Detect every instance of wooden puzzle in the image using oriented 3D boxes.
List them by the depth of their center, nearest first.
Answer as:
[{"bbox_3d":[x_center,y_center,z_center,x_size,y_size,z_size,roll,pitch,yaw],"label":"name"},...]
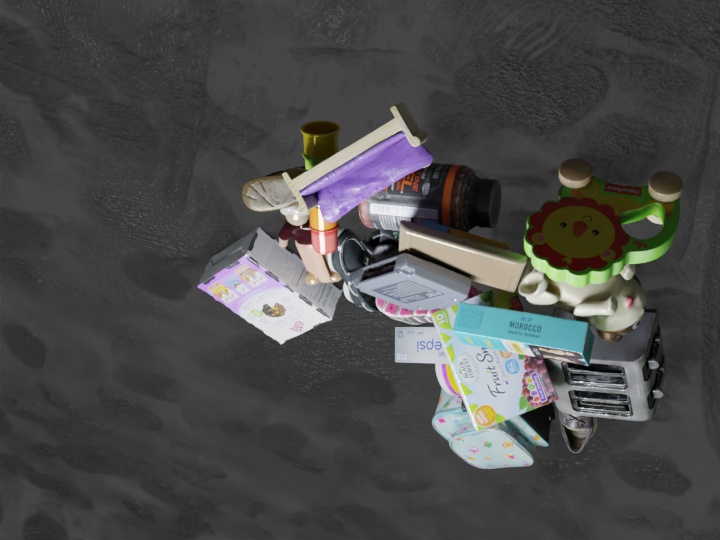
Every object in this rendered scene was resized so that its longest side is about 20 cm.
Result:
[{"bbox_3d":[0.147,-0.025,1.629,0.185,0.037,0.200,17,169,6],"label":"wooden puzzle"}]

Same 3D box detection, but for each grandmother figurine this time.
[{"bbox_3d":[-0.082,-0.055,1.852,0.121,0.061,0.200,-15,139,9],"label":"grandmother figurine"}]

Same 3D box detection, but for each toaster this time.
[{"bbox_3d":[0.395,0.146,1.835,0.200,0.119,0.181,3,141,23],"label":"toaster"}]

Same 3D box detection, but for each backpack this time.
[{"bbox_3d":[0.236,0.278,2.070,0.200,0.154,0.176,-8,142,44],"label":"backpack"}]

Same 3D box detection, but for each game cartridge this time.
[{"bbox_3d":[0.083,0.022,1.737,0.133,0.042,0.200,17,166,-21],"label":"game cartridge"}]

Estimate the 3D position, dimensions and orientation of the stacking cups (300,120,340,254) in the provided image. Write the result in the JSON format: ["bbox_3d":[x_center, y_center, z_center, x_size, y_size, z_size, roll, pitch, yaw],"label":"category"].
[{"bbox_3d":[-0.056,-0.124,1.685,0.060,0.061,0.200,8,122,16],"label":"stacking cups"}]

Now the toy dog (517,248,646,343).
[{"bbox_3d":[0.341,0.032,1.697,0.200,0.140,0.194,27,157,-10],"label":"toy dog"}]

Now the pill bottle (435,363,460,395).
[{"bbox_3d":[0.237,0.160,1.943,0.200,0.104,0.104,-9,136,35],"label":"pill bottle"}]

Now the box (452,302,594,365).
[{"bbox_3d":[0.247,0.096,1.689,0.200,0.049,0.082,9,165,21],"label":"box"}]

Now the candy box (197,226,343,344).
[{"bbox_3d":[-0.161,0.031,1.996,0.200,0.072,0.168,37,141,-22],"label":"candy box"}]

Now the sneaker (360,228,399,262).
[{"bbox_3d":[0.083,-0.044,1.768,0.200,0.078,0.140,-16,132,40],"label":"sneaker"}]

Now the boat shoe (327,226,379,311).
[{"bbox_3d":[0.000,0.000,1.865,0.060,0.076,0.200,30,164,29],"label":"boat shoe"}]

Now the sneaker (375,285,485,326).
[{"bbox_3d":[0.124,0.058,1.894,0.199,0.074,0.087,3,172,-2],"label":"sneaker"}]

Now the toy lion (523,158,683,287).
[{"bbox_3d":[0.329,-0.057,1.528,0.199,0.192,0.069,9,144,14],"label":"toy lion"}]

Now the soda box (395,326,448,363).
[{"bbox_3d":[0.158,0.127,1.898,0.200,0.064,0.068,-2,176,36],"label":"soda box"}]

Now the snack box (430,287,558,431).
[{"bbox_3d":[0.213,0.137,1.787,0.142,0.200,0.053,-22,178,0],"label":"snack box"}]

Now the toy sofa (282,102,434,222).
[{"bbox_3d":[0.000,-0.146,1.573,0.200,0.083,0.098,-29,93,15],"label":"toy sofa"}]

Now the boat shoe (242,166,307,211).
[{"bbox_3d":[-0.083,-0.134,1.743,0.199,0.065,0.073,-1,111,3],"label":"boat shoe"}]

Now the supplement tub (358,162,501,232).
[{"bbox_3d":[0.103,-0.107,1.649,0.199,0.107,0.107,6,143,18],"label":"supplement tub"}]

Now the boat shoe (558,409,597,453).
[{"bbox_3d":[0.397,0.264,2.039,0.072,0.065,0.200,9,143,18],"label":"boat shoe"}]
